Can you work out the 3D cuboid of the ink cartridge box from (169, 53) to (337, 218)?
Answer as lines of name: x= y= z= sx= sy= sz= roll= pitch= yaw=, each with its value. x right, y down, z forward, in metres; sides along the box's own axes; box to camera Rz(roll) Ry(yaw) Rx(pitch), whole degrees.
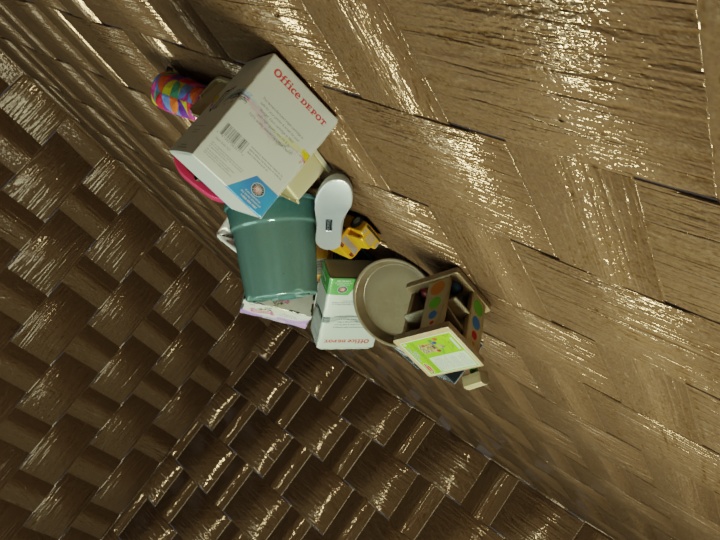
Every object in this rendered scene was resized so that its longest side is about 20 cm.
ink cartridge box: x=-0.168 y=-0.211 z=1.140 sx=0.147 sy=0.200 sz=0.144 roll=44 pitch=169 yaw=-27

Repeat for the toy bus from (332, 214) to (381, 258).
toy bus: x=-0.047 y=-0.083 z=1.546 sx=0.199 sy=0.078 sz=0.065 roll=25 pitch=163 yaw=48

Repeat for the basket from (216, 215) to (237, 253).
basket: x=-0.208 y=-0.108 z=1.663 sx=0.135 sy=0.201 sz=0.123 roll=35 pitch=174 yaw=14

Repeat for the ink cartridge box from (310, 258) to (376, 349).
ink cartridge box: x=-0.027 y=0.080 z=1.684 sx=0.145 sy=0.201 sz=0.083 roll=2 pitch=-147 yaw=-19

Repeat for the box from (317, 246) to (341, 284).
box: x=-0.056 y=0.002 z=1.782 sx=0.041 sy=0.120 sz=0.200 roll=-6 pitch=152 yaw=23

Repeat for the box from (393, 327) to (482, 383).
box: x=0.149 y=0.150 z=1.736 sx=0.200 sy=0.124 sz=0.196 roll=42 pitch=169 yaw=-17

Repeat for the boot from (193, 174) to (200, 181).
boot: x=-0.267 y=-0.233 z=1.463 sx=0.097 sy=0.201 sz=0.075 roll=34 pitch=134 yaw=-25

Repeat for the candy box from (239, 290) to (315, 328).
candy box: x=-0.188 y=0.021 z=1.752 sx=0.166 sy=0.201 sz=0.072 roll=16 pitch=148 yaw=-11

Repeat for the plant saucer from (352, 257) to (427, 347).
plant saucer: x=0.077 y=0.068 z=1.573 sx=0.199 sy=0.201 sz=0.029 roll=35 pitch=-153 yaw=13

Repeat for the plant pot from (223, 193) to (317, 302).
plant pot: x=-0.170 y=-0.041 z=1.485 sx=0.198 sy=0.198 sz=0.200 roll=-8 pitch=173 yaw=-1

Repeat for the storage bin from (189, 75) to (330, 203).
storage bin: x=-0.190 y=-0.243 z=1.347 sx=0.198 sy=0.094 sz=0.200 roll=28 pitch=165 yaw=42

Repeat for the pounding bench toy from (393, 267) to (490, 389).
pounding bench toy: x=0.181 y=0.115 z=1.397 sx=0.124 sy=0.157 sz=0.200 roll=-19 pitch=129 yaw=36

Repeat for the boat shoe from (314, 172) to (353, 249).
boat shoe: x=-0.052 y=-0.127 z=1.413 sx=0.070 sy=0.070 sz=0.201 roll=5 pitch=143 yaw=-2

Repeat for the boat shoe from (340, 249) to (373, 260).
boat shoe: x=0.000 y=0.000 z=1.737 sx=0.084 sy=0.069 sz=0.200 roll=22 pitch=160 yaw=51

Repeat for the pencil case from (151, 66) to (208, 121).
pencil case: x=-0.340 y=-0.344 z=1.445 sx=0.200 sy=0.089 sz=0.088 roll=31 pitch=167 yaw=43

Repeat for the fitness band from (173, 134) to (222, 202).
fitness band: x=-0.322 y=-0.239 z=1.619 sx=0.199 sy=0.144 sz=0.037 roll=37 pitch=169 yaw=7
